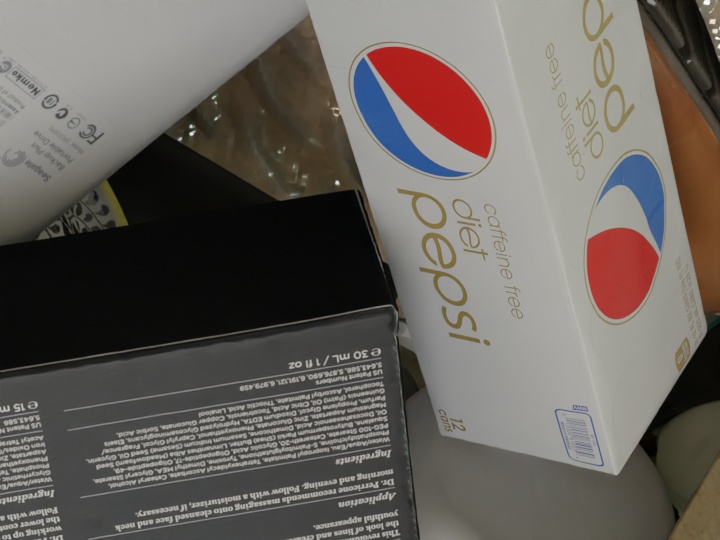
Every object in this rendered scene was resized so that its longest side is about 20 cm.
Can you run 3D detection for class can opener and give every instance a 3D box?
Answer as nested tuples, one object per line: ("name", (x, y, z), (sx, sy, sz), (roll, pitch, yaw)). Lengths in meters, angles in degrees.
("can opener", (0.000, 0.000, 0.838), (0.200, 0.067, 0.053), (26, 170, 1))

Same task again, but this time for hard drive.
("hard drive", (-0.072, -0.088, 0.708), (0.200, 0.025, 0.132), (-39, 145, 7))

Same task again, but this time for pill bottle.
("pill bottle", (0.027, 0.137, 0.909), (0.109, 0.109, 0.200), (15, 131, -14))

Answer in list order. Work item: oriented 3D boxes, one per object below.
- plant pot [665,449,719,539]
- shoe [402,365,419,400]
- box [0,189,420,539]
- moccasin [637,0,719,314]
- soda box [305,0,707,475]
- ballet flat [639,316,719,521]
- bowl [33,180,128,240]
("plant pot", (0.179, 0.153, 0.831), (0.177, 0.200, 0.200), (23, 100, -53))
("shoe", (-0.080, 0.071, 0.935), (0.200, 0.072, 0.091), (5, 134, -10))
("box", (-0.086, 0.067, 0.750), (0.200, 0.079, 0.141), (-9, 119, -5))
("moccasin", (0.077, -0.052, 0.795), (0.078, 0.074, 0.201), (-20, 144, 12))
("soda box", (0.042, -0.040, 0.711), (0.064, 0.068, 0.200), (11, 135, 32))
("ballet flat", (0.115, 0.079, 0.938), (0.068, 0.068, 0.200), (28, 133, -28))
("bowl", (-0.168, 0.008, 0.829), (0.200, 0.094, 0.201), (-1, 106, -4))
